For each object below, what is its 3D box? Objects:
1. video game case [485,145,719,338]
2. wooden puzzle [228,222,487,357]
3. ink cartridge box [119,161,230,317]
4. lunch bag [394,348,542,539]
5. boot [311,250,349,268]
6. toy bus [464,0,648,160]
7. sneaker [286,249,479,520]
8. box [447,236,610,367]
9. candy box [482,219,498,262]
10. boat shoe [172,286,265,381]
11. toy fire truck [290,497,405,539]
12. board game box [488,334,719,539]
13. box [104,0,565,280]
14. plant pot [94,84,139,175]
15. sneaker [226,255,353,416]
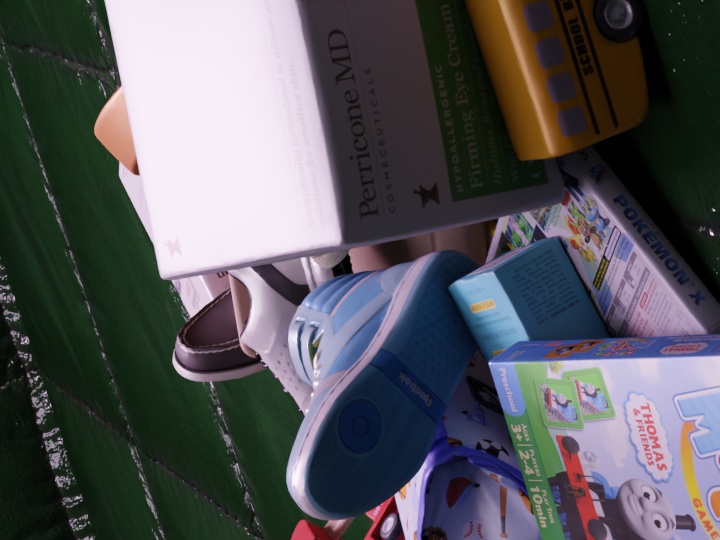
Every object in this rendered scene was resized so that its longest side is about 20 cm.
[{"bbox_3d":[0.146,0.019,1.580,0.182,0.022,0.200,53,159,20],"label":"video game case"},{"bbox_3d":[0.000,0.000,1.795,0.199,0.037,0.185,12,128,27],"label":"wooden puzzle"},{"bbox_3d":[-0.080,-0.038,2.045,0.200,0.146,0.083,61,162,22],"label":"ink cartridge box"},{"bbox_3d":[0.080,0.145,1.720,0.200,0.124,0.170,62,-175,-30],"label":"lunch bag"},{"bbox_3d":[-0.041,-0.116,1.687,0.155,0.200,0.072,36,144,-25],"label":"boot"},{"bbox_3d":[0.096,-0.167,1.451,0.065,0.078,0.201,2,112,71],"label":"toy bus"},{"bbox_3d":[-0.010,0.076,1.644,0.130,0.200,0.080,-7,129,49],"label":"sneaker"},{"bbox_3d":[0.130,0.082,1.597,0.200,0.049,0.082,62,160,-2],"label":"box"},{"bbox_3d":[0.079,-0.018,1.780,0.200,0.026,0.102,52,153,42],"label":"candy box"},{"bbox_3d":[-0.051,0.013,1.918,0.072,0.201,0.061,44,151,37],"label":"boat shoe"},{"bbox_3d":[0.027,0.161,1.918,0.049,0.200,0.141,30,180,-23],"label":"toy fire truck"},{"bbox_3d":[0.174,0.112,1.488,0.200,0.037,0.152,-5,108,45],"label":"board game box"},{"bbox_3d":[-0.019,-0.112,1.528,0.200,0.171,0.200,-9,92,55],"label":"box"},{"bbox_3d":[-0.070,-0.108,1.890,0.140,0.200,0.200,50,161,4],"label":"plant pot"},{"bbox_3d":[-0.034,0.054,1.769,0.074,0.080,0.201,-77,-26,-68],"label":"sneaker"}]
